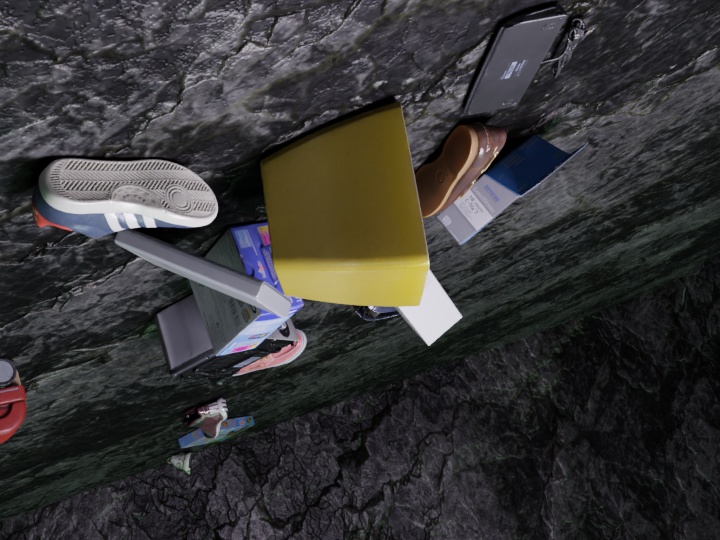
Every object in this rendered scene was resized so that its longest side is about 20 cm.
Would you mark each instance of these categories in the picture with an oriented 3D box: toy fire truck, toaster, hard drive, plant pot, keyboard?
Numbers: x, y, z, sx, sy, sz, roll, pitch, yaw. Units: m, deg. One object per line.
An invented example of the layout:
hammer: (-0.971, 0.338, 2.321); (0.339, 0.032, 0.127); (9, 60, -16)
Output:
toy fire truck: (-0.584, 0.245, 1.258); (0.175, 0.202, 0.128); (-8, 161, -40)
toaster: (-0.232, 0.107, 1.427); (0.199, 0.120, 0.181); (-27, 163, 19)
hard drive: (-0.193, 0.003, 1.054); (0.198, 0.027, 0.132); (21, 172, 15)
plant pot: (-0.023, -0.061, 1.029); (0.175, 0.202, 0.200); (-9, 164, -2)
keyboard: (0.198, -0.248, 0.993); (0.126, 0.021, 0.200); (-13, 164, -11)

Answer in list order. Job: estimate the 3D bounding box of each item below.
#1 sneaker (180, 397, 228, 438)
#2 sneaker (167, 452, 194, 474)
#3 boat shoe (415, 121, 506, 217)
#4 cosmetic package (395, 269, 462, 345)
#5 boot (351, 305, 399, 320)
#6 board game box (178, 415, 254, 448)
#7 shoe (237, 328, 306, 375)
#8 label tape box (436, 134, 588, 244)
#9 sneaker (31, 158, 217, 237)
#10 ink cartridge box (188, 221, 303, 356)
sneaker: (-0.437, 0.407, 2.287); (0.115, 0.076, 0.200); (-8, 149, -27)
sneaker: (-0.627, 0.662, 2.929); (0.088, 0.078, 0.200); (14, 159, -7)
boat shoe: (0.135, -0.137, 1.187); (0.070, 0.071, 0.200); (-11, 162, -30)
cosmetic package: (0.082, 0.024, 1.418); (0.085, 0.108, 0.200); (-40, 134, -2)
boot: (0.002, 0.050, 1.592); (0.199, 0.098, 0.075); (-12, 162, -34)
board game box: (-0.453, 0.509, 2.657); (0.151, 0.037, 0.199); (-29, 162, 27)
shoe: (-0.214, 0.174, 1.769); (0.198, 0.072, 0.091); (-20, 171, 10)
label tape box: (0.221, -0.134, 1.245); (0.144, 0.063, 0.200); (-38, 177, -37)
sneaker: (-0.251, -0.070, 0.894); (0.199, 0.076, 0.084); (6, 149, -40)
ink cartridge box: (-0.161, 0.022, 1.200); (0.076, 0.137, 0.200); (-12, 163, -36)
